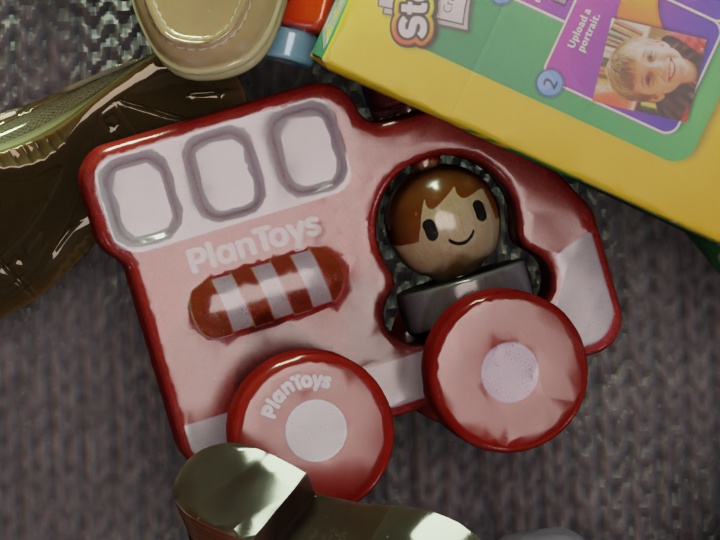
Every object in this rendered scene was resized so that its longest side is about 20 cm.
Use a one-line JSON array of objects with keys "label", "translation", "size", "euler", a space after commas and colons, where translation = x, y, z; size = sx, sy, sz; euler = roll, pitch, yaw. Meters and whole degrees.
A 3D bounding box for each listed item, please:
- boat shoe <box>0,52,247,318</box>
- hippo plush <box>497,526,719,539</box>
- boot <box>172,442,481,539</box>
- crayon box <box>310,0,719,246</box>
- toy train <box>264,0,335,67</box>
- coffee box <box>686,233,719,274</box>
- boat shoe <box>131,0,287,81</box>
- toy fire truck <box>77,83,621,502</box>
[{"label": "boat shoe", "translation": [-0.141, -0.036, 1.268], "size": [0.201, 0.063, 0.073], "euler": [-33, 106, 0]}, {"label": "hippo plush", "translation": [0.123, 0.151, 1.242], "size": [0.161, 0.200, 0.159], "euler": [13, 64, 22]}, {"label": "boot", "translation": [0.020, 0.168, 1.170], "size": [0.064, 0.200, 0.186], "euler": [-42, 50, -21]}, {"label": "crayon box", "translation": [0.100, -0.136, 1.152], "size": [0.172, 0.058, 0.200], "euler": [24, 94, -6]}, {"label": "toy train", "translation": [-0.031, -0.182, 1.258], "size": [0.150, 0.056, 0.200], "euler": [6, 83, 37]}, {"label": "coffee box", "translation": [0.192, 0.005, 1.254], "size": [0.044, 0.123, 0.200], "euler": [-39, 89, -4]}, {"label": "boat shoe", "translation": [-0.067, -0.175, 1.195], "size": [0.072, 0.065, 0.200], "euler": [-3, 73, 10]}, {"label": "toy fire truck", "translation": [0.000, 0.000, 1.232], "size": [0.200, 0.112, 0.168], "euler": [-18, 97, -7]}]
